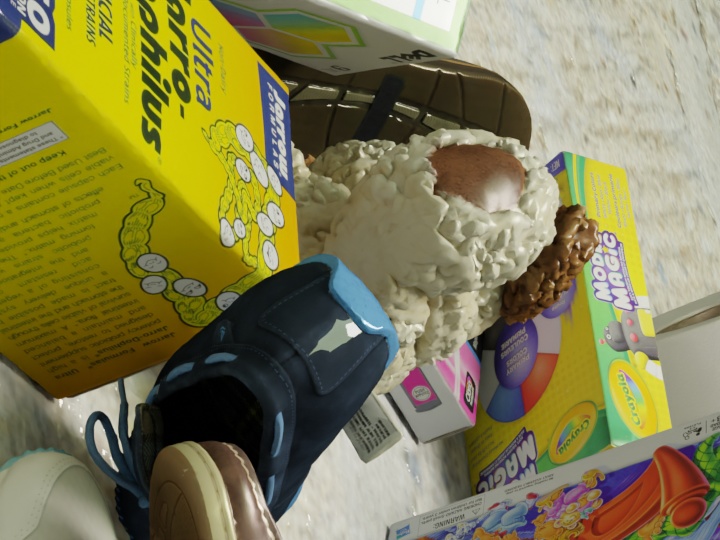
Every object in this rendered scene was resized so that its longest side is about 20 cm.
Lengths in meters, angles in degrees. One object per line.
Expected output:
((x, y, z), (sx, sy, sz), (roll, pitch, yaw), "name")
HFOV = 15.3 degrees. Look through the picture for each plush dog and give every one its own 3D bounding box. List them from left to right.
((0.000, 0.000, 1.130), (0.171, 0.199, 0.162), (-14, 118, -60), "plush dog")

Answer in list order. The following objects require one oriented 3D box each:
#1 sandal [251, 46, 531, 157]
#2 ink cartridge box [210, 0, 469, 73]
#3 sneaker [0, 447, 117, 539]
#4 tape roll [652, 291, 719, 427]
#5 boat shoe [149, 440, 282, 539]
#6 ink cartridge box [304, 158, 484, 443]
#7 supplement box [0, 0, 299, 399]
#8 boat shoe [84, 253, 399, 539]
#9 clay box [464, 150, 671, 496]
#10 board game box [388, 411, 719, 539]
((0.005, -0.077, 1.261), (0.199, 0.082, 0.055), (13, 25, -40), "sandal")
((-0.018, -0.126, 1.120), (0.199, 0.104, 0.060), (18, 81, -28), "ink cartridge box")
((-0.083, 0.150, 0.887), (0.076, 0.080, 0.201), (34, 40, -54), "sneaker")
((0.247, 0.081, 1.597), (0.140, 0.202, 0.203), (69, 21, 0), "tape roll")
((-0.016, 0.133, 0.909), (0.072, 0.072, 0.201), (39, -30, 58), "boat shoe")
((0.002, -0.018, 1.315), (0.200, 0.037, 0.095), (56, 25, -28), "ink cartridge box")
((-0.116, -0.059, 0.950), (0.200, 0.109, 0.109), (46, 31, -48), "supplement box")
((-0.057, 0.056, 0.944), (0.084, 0.200, 0.069), (44, 55, 11), "boat shoe")
((0.100, 0.054, 1.370), (0.047, 0.115, 0.201), (15, 52, -30), "clay box")
((0.103, 0.141, 1.184), (0.045, 0.199, 0.135), (57, 24, -28), "board game box")
